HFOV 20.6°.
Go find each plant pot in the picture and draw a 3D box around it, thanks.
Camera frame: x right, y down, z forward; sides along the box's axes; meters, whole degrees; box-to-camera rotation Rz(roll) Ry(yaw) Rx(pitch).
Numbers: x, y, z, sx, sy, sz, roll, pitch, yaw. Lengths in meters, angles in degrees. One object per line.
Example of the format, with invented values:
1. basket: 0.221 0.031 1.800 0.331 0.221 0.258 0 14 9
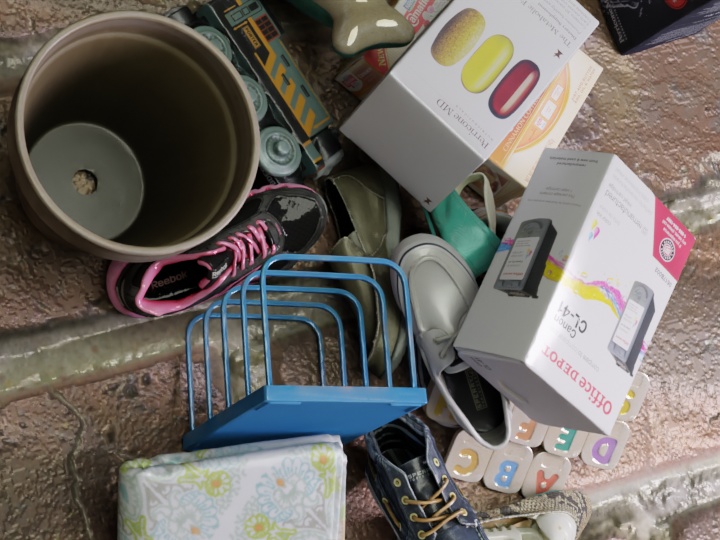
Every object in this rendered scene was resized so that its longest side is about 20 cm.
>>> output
1. plant pot: -0.205 -0.091 1.615 0.199 0.173 0.201 6 75 -24

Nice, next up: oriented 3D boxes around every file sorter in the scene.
1. file sorter: -0.053 0.072 1.634 0.138 0.200 0.123 3 73 -23

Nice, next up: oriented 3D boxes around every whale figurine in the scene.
1. whale figurine: -0.025 -0.258 1.755 0.159 0.104 0.200 -15 60 -22

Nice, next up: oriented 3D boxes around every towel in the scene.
1. towel: -0.103 0.225 1.619 0.199 0.048 0.172 -6 106 -24

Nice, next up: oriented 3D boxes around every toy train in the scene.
1. toy train: -0.094 -0.154 1.736 0.114 0.085 0.200 -37 94 -36

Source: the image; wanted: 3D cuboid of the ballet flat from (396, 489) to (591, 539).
1. ballet flat: 0.131 0.240 1.742 0.199 0.075 0.068 -4 112 -25

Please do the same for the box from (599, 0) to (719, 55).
1. box: 0.299 -0.334 1.896 0.104 0.182 0.201 -18 85 -26

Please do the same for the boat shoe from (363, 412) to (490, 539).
1. boat shoe: 0.058 0.202 1.655 0.071 0.091 0.200 -28 49 -15

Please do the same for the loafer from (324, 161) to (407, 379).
1. loafer: 0.000 0.000 1.749 0.069 0.075 0.201 1 68 -18

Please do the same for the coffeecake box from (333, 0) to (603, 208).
1. coffeecake box: 0.101 -0.182 1.831 0.200 0.073 0.154 37 67 -12

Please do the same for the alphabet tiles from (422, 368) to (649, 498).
1. alphabet tiles: 0.159 0.110 1.766 0.199 0.015 0.196 18 102 -20

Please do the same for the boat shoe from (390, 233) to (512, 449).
1. boat shoe: 0.082 0.064 1.686 0.072 0.066 0.201 -19 113 -4

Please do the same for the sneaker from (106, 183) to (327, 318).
1. sneaker: -0.113 -0.010 1.655 0.199 0.095 0.079 -26 101 -10

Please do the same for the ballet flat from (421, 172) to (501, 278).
1. ballet flat: 0.075 -0.078 1.758 0.070 0.067 0.200 -25 60 0

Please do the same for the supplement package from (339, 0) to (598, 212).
1. supplement package: 0.094 -0.167 1.703 0.114 0.110 0.200 41 57 -3

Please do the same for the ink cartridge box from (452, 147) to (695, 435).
1. ink cartridge box: 0.184 0.018 1.673 0.148 0.085 0.201 39 68 -40

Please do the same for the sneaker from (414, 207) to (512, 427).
1. sneaker: 0.098 0.038 1.776 0.078 0.079 0.201 11 75 -22
